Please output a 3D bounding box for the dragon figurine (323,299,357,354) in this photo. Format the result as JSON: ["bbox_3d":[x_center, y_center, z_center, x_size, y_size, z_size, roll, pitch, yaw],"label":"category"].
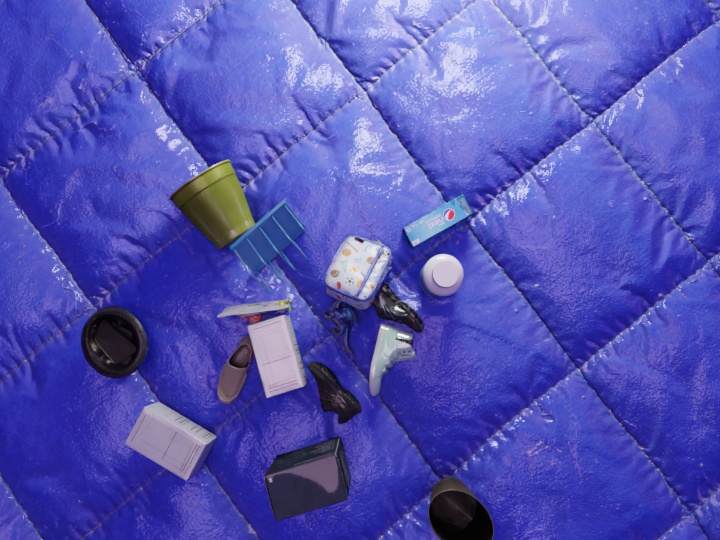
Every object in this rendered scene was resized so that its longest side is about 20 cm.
[{"bbox_3d":[-0.040,0.134,1.656,0.098,0.059,0.202,-30,84,-1],"label":"dragon figurine"}]

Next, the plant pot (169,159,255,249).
[{"bbox_3d":[-0.397,-0.171,1.634,0.199,0.200,0.195,-32,97,-1],"label":"plant pot"}]

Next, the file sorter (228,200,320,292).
[{"bbox_3d":[-0.230,-0.060,1.616,0.199,0.139,0.123,-41,54,-2],"label":"file sorter"}]

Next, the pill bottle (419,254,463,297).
[{"bbox_3d":[0.221,0.016,1.588,0.108,0.200,0.113,0,86,1],"label":"pill bottle"}]

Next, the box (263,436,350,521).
[{"bbox_3d":[-0.135,0.550,1.556,0.196,0.197,0.126,-17,85,1],"label":"box"}]

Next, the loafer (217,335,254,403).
[{"bbox_3d":[-0.354,0.279,1.647,0.074,0.068,0.203,21,86,3],"label":"loafer"}]

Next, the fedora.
[{"bbox_3d":[-0.682,0.201,1.649,0.196,0.092,0.205,0,86,1],"label":"fedora"}]

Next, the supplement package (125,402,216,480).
[{"bbox_3d":[-0.519,0.468,1.608,0.198,0.110,0.115,29,87,4],"label":"supplement package"}]

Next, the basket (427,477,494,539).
[{"bbox_3d":[0.249,0.629,1.539,0.179,0.200,0.137,35,86,3],"label":"basket"}]

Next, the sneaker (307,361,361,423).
[{"bbox_3d":[-0.088,0.344,1.636,0.091,0.076,0.200,-42,83,5],"label":"sneaker"}]

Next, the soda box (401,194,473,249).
[{"bbox_3d":[0.219,-0.138,1.666,0.198,0.068,0.065,-28,86,-1],"label":"soda box"}]

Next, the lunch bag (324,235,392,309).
[{"bbox_3d":[0.000,0.000,1.622,0.158,0.076,0.202,20,63,16],"label":"lunch bag"}]

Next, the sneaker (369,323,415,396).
[{"bbox_3d":[0.092,0.260,1.632,0.116,0.074,0.204,12,83,9],"label":"sneaker"}]

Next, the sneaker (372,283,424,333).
[{"bbox_3d":[0.096,0.114,1.656,0.200,0.075,0.080,43,97,13],"label":"sneaker"}]

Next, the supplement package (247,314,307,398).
[{"bbox_3d":[-0.230,0.237,1.626,0.112,0.110,0.204,-16,85,0],"label":"supplement package"}]

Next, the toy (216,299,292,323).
[{"bbox_3d":[-0.291,0.121,1.639,0.196,0.115,0.048,-11,99,1],"label":"toy"}]
